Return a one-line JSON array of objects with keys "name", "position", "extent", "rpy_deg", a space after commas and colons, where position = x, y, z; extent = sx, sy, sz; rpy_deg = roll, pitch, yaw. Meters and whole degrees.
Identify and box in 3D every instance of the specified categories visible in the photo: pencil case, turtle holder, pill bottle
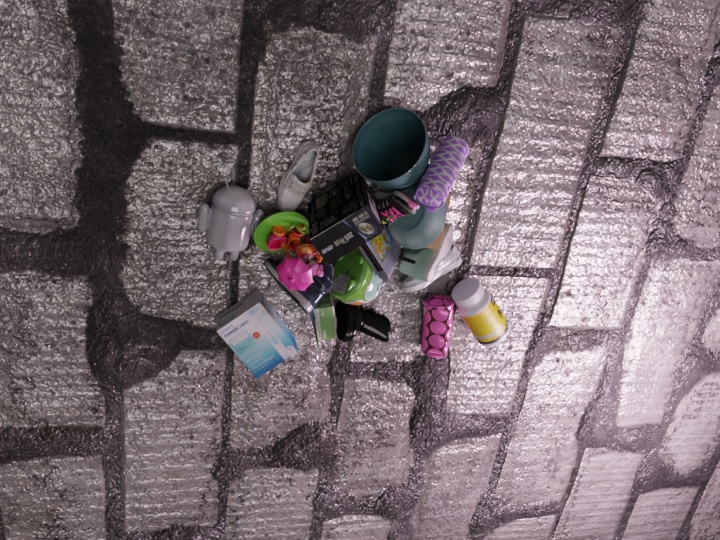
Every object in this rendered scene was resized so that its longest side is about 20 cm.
[{"name": "pencil case", "position": [0.227, 0.171, 1.911], "extent": [0.092, 0.091, 0.202], "rpy_deg": [-10, 119, -19]}, {"name": "turtle holder", "position": [-0.008, 0.006, 1.754], "extent": [0.140, 0.188, 0.131], "rpy_deg": [-23, 143, 35]}, {"name": "pencil case", "position": [0.209, -0.245, 1.592], "extent": [0.201, 0.083, 0.086], "rpy_deg": [-60, 146, -25]}, {"name": "pill bottle", "position": [0.360, 0.124, 1.908], "extent": [0.114, 0.115, 0.201], "rpy_deg": [-35, 119, 4]}]

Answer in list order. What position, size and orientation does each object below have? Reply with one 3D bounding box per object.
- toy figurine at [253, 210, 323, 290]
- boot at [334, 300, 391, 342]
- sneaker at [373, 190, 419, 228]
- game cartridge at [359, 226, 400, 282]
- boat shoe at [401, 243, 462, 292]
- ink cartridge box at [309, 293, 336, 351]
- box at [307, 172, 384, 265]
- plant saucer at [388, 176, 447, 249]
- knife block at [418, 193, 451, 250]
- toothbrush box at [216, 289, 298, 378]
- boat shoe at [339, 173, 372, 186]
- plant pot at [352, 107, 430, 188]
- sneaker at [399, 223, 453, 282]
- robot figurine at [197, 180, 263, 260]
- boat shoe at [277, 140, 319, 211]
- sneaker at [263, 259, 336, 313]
[{"name": "toy figurine", "position": [-0.155, -0.031, 1.605], "extent": [0.198, 0.185, 0.151], "rpy_deg": [1, 139, -32]}, {"name": "boot", "position": [0.012, 0.160, 1.789], "extent": [0.161, 0.199, 0.074], "rpy_deg": [27, 109, -18]}, {"name": "sneaker", "position": [0.076, -0.149, 1.612], "extent": [0.073, 0.199, 0.088], "rpy_deg": [33, 80, -29]}, {"name": "game cartridge", "position": [0.039, -0.085, 1.710], "extent": [0.040, 0.134, 0.201], "rpy_deg": [-20, 117, 30]}, {"name": "boat shoe", "position": [0.198, -0.010, 1.831], "extent": [0.199, 0.074, 0.066], "rpy_deg": [-32, 115, -10]}, {"name": "ink cartridge box", "position": [-0.104, 0.122, 1.731], "extent": [0.058, 0.200, 0.105], "rpy_deg": [-7, 118, -9]}, {"name": "box", "position": [-0.040, -0.131, 1.553], "extent": [0.163, 0.201, 0.086], "rpy_deg": [-30, 120, 11]}, {"name": "plant saucer", "position": [0.135, -0.158, 1.667], "extent": [0.038, 0.201, 0.203], "rpy_deg": [4, 118, -49]}, {"name": "knife block", "position": [0.200, -0.182, 1.687], "extent": [0.063, 0.202, 0.176], "rpy_deg": [9, 142, -21]}, {"name": "toothbrush box", "position": [-0.289, 0.178, 1.775], "extent": [0.145, 0.085, 0.201], "rpy_deg": [-32, 118, 2]}, {"name": "boat shoe", "position": [-0.042, -0.183, 1.676], "extent": [0.199, 0.072, 0.066], "rpy_deg": [-36, 123, 5]}, {"name": "plant pot", "position": [0.096, -0.290, 1.612], "extent": [0.200, 0.201, 0.135], "rpy_deg": [-42, 150, 8]}, {"name": "sneaker", "position": [0.182, -0.064, 1.787], "extent": [0.201, 0.117, 0.074], "rpy_deg": [-58, 147, -28]}, {"name": "robot figurine", "position": [-0.328, -0.128, 1.599], "extent": [0.168, 0.113, 0.202], "rpy_deg": [3, 116, -35]}, {"name": "boat shoe", "position": [-0.159, -0.232, 1.620], "extent": [0.070, 0.069, 0.202], "rpy_deg": [15, 111, -23]}, {"name": "sneaker", "position": [-0.154, 0.003, 1.697], "extent": [0.146, 0.202, 0.077], "rpy_deg": [-45, 155, -10]}]
